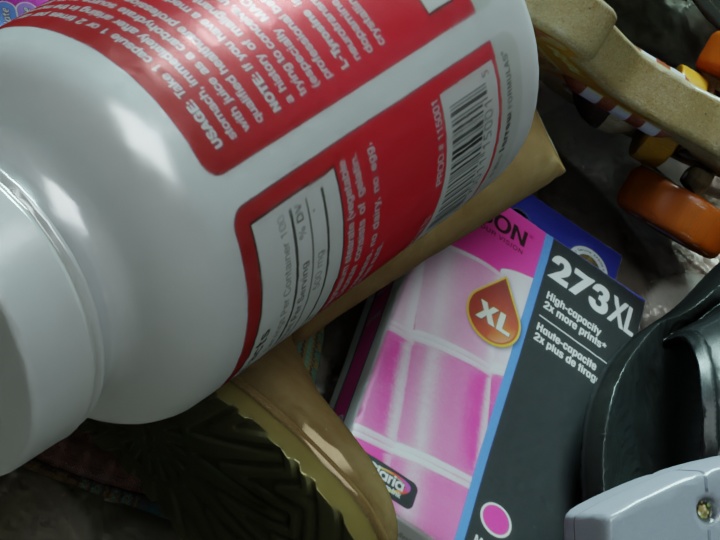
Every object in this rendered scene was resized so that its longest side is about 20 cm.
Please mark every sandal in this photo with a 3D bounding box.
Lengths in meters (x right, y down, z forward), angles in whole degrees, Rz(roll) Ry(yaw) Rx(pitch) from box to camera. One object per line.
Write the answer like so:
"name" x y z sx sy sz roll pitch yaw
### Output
"sandal" 0.133 0.042 0.811 0.076 0.048 0.200 60 40 -15

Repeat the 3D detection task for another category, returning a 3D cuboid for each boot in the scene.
"boot" 0.000 0.000 0.726 0.175 0.066 0.200 40 50 20

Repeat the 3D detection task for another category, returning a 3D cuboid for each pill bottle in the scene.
"pill bottle" -0.049 -0.030 0.622 0.112 0.112 0.200 46 50 10

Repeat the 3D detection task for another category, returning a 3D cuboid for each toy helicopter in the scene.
"toy helicopter" 0.082 -0.082 0.838 0.132 0.079 0.200 32 2 23

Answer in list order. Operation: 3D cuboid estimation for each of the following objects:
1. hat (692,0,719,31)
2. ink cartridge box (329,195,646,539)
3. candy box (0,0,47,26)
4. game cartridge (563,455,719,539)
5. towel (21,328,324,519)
"hat" 0.123 -0.165 0.953 0.200 0.081 0.202 35 46 -48
"ink cartridge box" 0.046 0.031 0.796 0.094 0.037 0.201 33 43 -13
"candy box" -0.191 -0.084 0.720 0.199 0.061 0.137 0 53 -24
"game cartridge" 0.154 0.125 0.752 0.199 0.041 0.134 1 79 -30
"towel" -0.076 -0.011 0.772 0.146 0.022 0.201 20 48 -14
